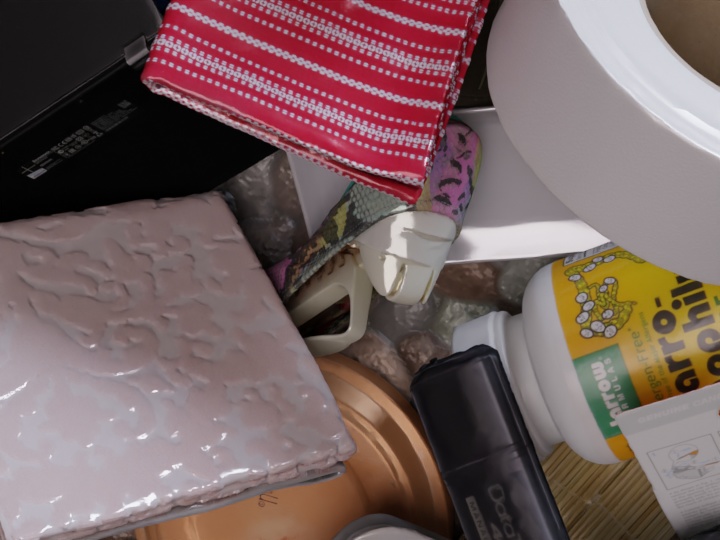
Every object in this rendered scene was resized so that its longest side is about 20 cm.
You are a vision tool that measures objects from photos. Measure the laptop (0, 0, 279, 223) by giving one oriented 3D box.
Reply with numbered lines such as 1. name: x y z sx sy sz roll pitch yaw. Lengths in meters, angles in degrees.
1. laptop: -0.161 -0.116 0.882 0.186 0.199 0.117 -27 59 27

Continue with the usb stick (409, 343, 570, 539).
1. usb stick: 0.080 0.136 0.828 0.055 0.033 0.202 -25 83 32

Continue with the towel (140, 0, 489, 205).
1. towel: -0.006 -0.143 0.784 0.143 0.023 0.202 23 63 -7

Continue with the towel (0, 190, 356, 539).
1. towel: -0.123 0.045 0.831 0.192 0.198 0.032 59 142 29

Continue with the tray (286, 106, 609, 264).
1. tray: 0.063 -0.050 0.894 0.198 0.022 0.108 -4 131 12

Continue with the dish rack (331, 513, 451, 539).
1. dish rack: 0.007 0.225 0.942 0.171 0.044 0.201 27 111 -31

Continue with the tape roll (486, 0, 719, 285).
1. tape roll: 0.162 -0.091 0.782 0.201 0.203 0.071 32 134 1

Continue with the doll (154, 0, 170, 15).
1. doll: -0.056 -0.147 0.890 0.200 0.049 0.136 -40 116 19

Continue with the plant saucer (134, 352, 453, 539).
1. plant saucer: -0.044 0.144 0.971 0.198 0.032 0.203 3 103 13

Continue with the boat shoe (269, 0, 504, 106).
1. boat shoe: 0.019 -0.132 0.850 0.198 0.068 0.073 1 118 -28

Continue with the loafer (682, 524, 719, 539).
1. loafer: 0.133 0.193 0.865 0.200 0.072 0.073 -46 59 34

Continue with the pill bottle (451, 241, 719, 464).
1. pill bottle: 0.154 0.036 0.868 0.198 0.113 0.114 -20 101 16

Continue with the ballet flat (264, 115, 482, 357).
1. ballet flat: 0.000 0.000 0.884 0.069 0.072 0.200 20 135 -36

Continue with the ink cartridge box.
1. ink cartridge box: 0.229 0.087 0.848 0.159 0.048 0.200 -20 137 15

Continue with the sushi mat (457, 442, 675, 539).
1. sushi mat: 0.110 0.168 0.965 0.095 0.012 0.201 38 108 0
